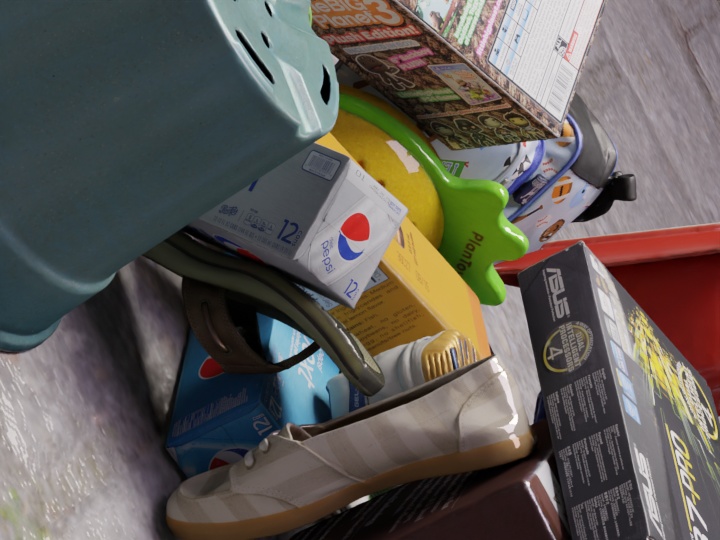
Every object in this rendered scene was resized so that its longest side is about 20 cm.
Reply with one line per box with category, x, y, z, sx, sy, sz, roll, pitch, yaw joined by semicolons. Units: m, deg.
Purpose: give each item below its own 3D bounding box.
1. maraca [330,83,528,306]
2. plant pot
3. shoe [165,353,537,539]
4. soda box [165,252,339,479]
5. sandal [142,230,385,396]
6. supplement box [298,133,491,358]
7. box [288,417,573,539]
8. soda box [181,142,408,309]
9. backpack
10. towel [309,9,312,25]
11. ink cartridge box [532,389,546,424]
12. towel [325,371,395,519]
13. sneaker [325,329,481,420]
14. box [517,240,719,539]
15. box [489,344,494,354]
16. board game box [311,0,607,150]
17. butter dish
maraca;0.005;-0.042;1.731;0.199;0.137;0.107;27;48;4
plant pot;-0.129;-0.092;1.419;0.201;0.195;0.201;52;21;-29
shoe;-0.009;0.092;1.491;0.070;0.199;0.054;-76;150;-77
soda box;-0.056;0.056;1.623;0.068;0.064;0.200;55;21;-24
sandal;-0.071;0.023;1.536;0.200;0.058;0.080;26;-7;25
supplement box;0.000;0.000;1.648;0.200;0.068;0.067;49;22;-42
box;0.057;0.199;1.530;0.167;0.199;0.164;63;18;-4
soda box;-0.074;-0.050;1.536;0.199;0.064;0.068;24;-10;38
backpack;0.044;-0.068;1.853;0.200;0.191;0.154;51;21;26
towel;-0.121;-0.181;1.519;0.150;0.199;0.031;85;24;-58
ink cartridge box;0.135;0.164;1.887;0.119;0.042;0.201;-41;133;-71
towel;0.005;0.128;1.757;0.201;0.023;0.153;57;19;-20
sneaker;0.042;0.092;1.649;0.200;0.088;0.076;53;27;-56
box;0.152;0.106;1.516;0.161;0.049;0.201;43;28;-42
box;0.055;0.091;1.837;0.117;0.060;0.200;64;10;9
board game box;0.047;-0.192;1.693;0.200;0.097;0.160;37;63;-34
butter dish;0.200;0.052;1.835;0.200;0.198;0.149;7;79;-65
